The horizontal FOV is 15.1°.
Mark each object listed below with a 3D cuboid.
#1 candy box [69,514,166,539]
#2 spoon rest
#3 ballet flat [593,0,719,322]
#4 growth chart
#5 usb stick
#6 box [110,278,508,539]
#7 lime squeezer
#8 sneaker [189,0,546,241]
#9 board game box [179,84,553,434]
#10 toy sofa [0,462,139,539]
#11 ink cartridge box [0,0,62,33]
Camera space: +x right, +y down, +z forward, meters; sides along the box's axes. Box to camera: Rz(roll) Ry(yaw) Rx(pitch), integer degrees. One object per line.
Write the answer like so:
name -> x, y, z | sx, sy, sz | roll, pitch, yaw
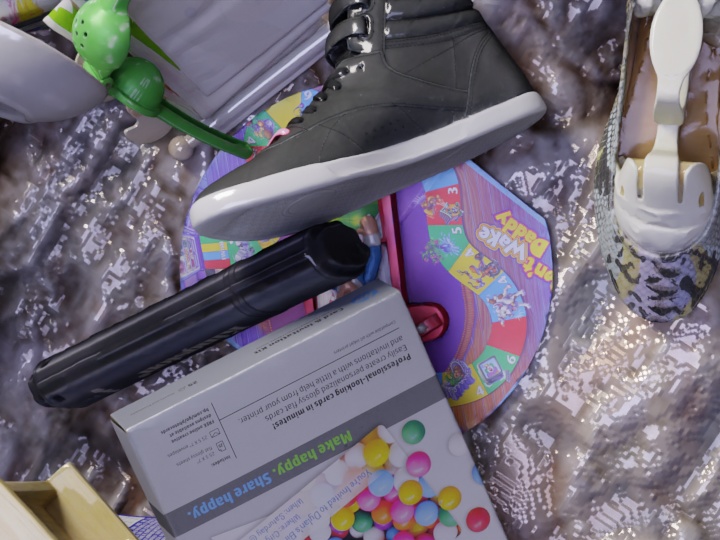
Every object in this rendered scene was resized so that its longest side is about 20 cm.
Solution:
candy box -> -0.156, 0.215, 1.436 | 0.200, 0.077, 0.169 | 3, 94, 12
spoon rest -> -0.210, -0.120, 1.325 | 0.200, 0.099, 0.061 | 17, 80, 26
ballet flat -> 0.153, -0.071, 1.355 | 0.072, 0.072, 0.201 | 7, 96, 11
growth chart -> -0.086, -0.138, 1.354 | 0.145, 0.200, 0.018 | -31, 51, 5
usb stick -> -0.085, 0.025, 1.393 | 0.200, 0.055, 0.033 | -25, 85, 28
box -> -0.015, 0.128, 1.367 | 0.156, 0.041, 0.200 | -26, 107, -11
lime squeezer -> -0.105, -0.111, 1.339 | 0.071, 0.200, 0.038 | -41, 54, -20
sneaker -> -0.012, -0.085, 1.358 | 0.200, 0.071, 0.099 | -23, 80, -24
board game box -> 0.000, 0.000, 1.404 | 0.200, 0.039, 0.158 | 39, 101, 5
toy sofa -> -0.168, 0.151, 1.298 | 0.098, 0.200, 0.083 | -43, 82, 2
ink cartridge box -> -0.197, -0.194, 1.405 | 0.200, 0.088, 0.145 | -17, 91, 10
